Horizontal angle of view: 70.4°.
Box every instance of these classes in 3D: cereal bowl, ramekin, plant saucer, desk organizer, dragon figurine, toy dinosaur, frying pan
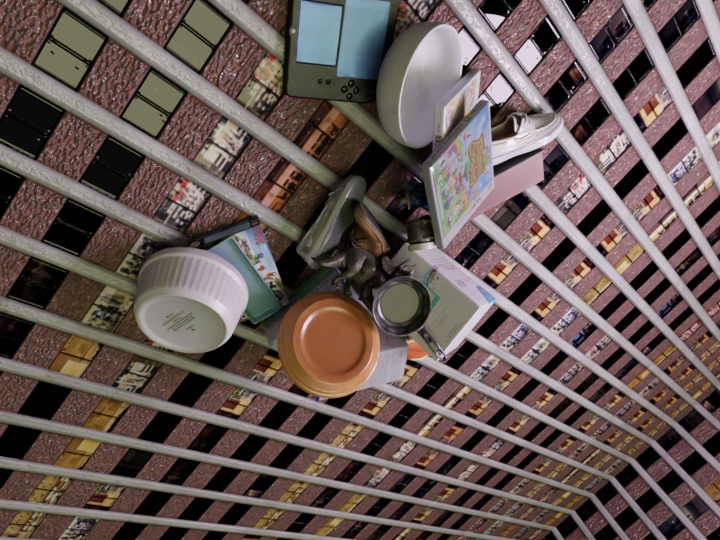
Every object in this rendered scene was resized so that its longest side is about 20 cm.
[{"bbox_3d":[0.088,-0.312,0.853,0.200,0.083,0.201,-42,146,-37],"label":"cereal bowl"},{"bbox_3d":[-0.306,0.063,0.912,0.200,0.095,0.203,0,135,0],"label":"ramekin"},{"bbox_3d":[-0.054,0.134,0.953,0.198,0.202,0.037,-7,164,-20],"label":"plant saucer"},{"bbox_3d":[0.281,-0.190,1.066,0.199,0.072,0.077,-28,133,-4],"label":"desk organizer"},{"bbox_3d":[0.125,-0.141,0.984,0.098,0.200,0.059,11,96,0],"label":"dragon figurine"},{"bbox_3d":[0.000,0.000,0.992,0.198,0.077,0.103,21,78,-4],"label":"toy dinosaur"},{"bbox_3d":[-0.222,0.020,0.964,0.070,0.019,0.201,-30,130,-2],"label":"plant saucer"},{"bbox_3d":[0.109,0.083,0.968,0.189,0.031,0.116,27,96,-16],"label":"frying pan"}]

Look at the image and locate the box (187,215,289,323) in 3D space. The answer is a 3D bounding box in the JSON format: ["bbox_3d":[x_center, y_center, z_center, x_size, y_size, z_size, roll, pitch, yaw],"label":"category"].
[{"bbox_3d":[-0.230,0.006,0.987,0.136,0.038,0.201,-22,130,-10],"label":"box"}]

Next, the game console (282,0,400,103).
[{"bbox_3d":[-0.031,-0.373,0.813,0.175,0.031,0.202,-5,124,-23],"label":"game console"}]

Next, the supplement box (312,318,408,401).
[{"bbox_3d":[-0.014,0.177,1.047,0.198,0.101,0.104,-10,128,-20],"label":"supplement box"}]

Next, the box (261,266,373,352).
[{"bbox_3d":[-0.079,0.114,1.098,0.200,0.097,0.176,-40,130,6],"label":"box"}]

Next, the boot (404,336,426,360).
[{"bbox_3d":[0.100,0.180,1.250,0.198,0.075,0.108,4,126,-29],"label":"boot"}]

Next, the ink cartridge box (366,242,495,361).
[{"bbox_3d":[0.149,0.056,1.069,0.147,0.200,0.146,-55,160,19],"label":"ink cartridge box"}]

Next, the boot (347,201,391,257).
[{"bbox_3d":[0.008,-0.065,0.995,0.075,0.074,0.200,-23,157,4],"label":"boot"}]

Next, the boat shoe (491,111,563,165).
[{"bbox_3d":[0.315,-0.280,1.019,0.198,0.071,0.070,-23,135,-2],"label":"boat shoe"}]

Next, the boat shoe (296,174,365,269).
[{"bbox_3d":[-0.059,-0.099,0.974,0.074,0.065,0.203,-13,138,-57],"label":"boat shoe"}]

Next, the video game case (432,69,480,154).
[{"bbox_3d":[0.172,-0.242,0.924,0.200,0.023,0.183,-51,148,-44],"label":"video game case"}]

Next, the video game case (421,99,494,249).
[{"bbox_3d":[0.180,-0.165,0.904,0.182,0.022,0.201,-49,144,-22],"label":"video game case"}]

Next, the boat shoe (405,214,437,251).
[{"bbox_3d":[0.138,-0.082,1.024,0.071,0.201,0.061,-8,97,20],"label":"boat shoe"}]
